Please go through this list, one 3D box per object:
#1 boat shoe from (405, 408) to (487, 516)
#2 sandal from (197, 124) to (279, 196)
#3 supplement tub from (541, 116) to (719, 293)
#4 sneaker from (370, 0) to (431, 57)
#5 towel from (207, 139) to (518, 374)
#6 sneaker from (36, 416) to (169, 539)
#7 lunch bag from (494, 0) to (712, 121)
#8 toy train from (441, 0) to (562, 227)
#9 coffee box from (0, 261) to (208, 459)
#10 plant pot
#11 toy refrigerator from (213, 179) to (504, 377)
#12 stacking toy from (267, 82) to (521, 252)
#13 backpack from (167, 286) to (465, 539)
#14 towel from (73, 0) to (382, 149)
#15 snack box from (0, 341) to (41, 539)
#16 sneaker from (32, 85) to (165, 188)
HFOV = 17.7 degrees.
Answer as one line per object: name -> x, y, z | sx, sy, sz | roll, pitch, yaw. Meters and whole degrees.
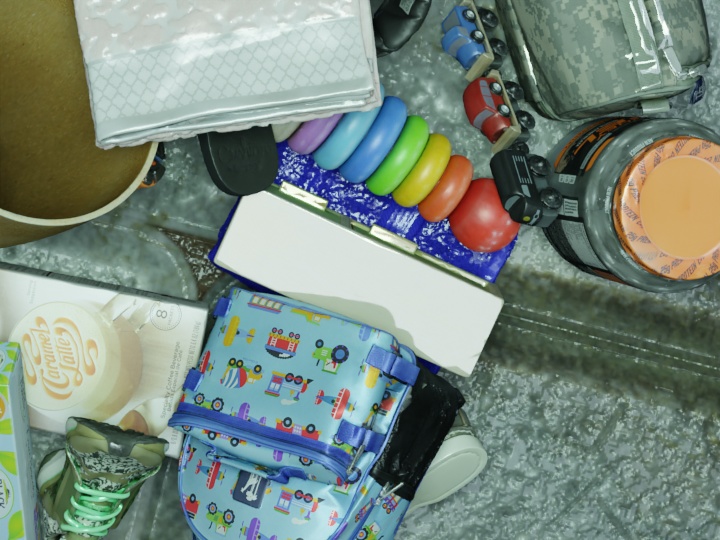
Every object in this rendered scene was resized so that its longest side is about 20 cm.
boat shoe -> -0.003, 0.163, 1.712 | 0.201, 0.072, 0.060 | -31, 57, 10
sandal -> -0.095, -0.151, 1.587 | 0.075, 0.045, 0.201 | -18, 90, -34
supplement tub -> 0.204, -0.048, 1.643 | 0.122, 0.200, 0.123 | -1, 94, -10
sneaker -> 0.026, -0.202, 1.635 | 0.200, 0.111, 0.077 | -15, 129, -41
towel -> 0.005, -0.023, 1.710 | 0.200, 0.050, 0.148 | 28, 90, -5
sneaker -> -0.185, 0.163, 1.626 | 0.077, 0.200, 0.089 | 12, 67, -12
lunch bag -> 0.172, -0.207, 1.654 | 0.139, 0.168, 0.201 | -17, 94, -3
toy train -> 0.097, -0.117, 1.674 | 0.046, 0.034, 0.200 | 3, 55, -30
coffee box -> -0.218, 0.061, 1.682 | 0.199, 0.080, 0.115 | 11, 92, -4
plant pot -> -0.265, -0.090, 1.605 | 0.186, 0.200, 0.187 | 11, 68, -29
toy refrigerator -> 0.000, 0.000, 1.655 | 0.200, 0.076, 0.070 | 24, 97, -3
stacking toy -> 0.031, -0.080, 1.652 | 0.200, 0.085, 0.085 | 33, 90, -9
backpack -> -0.050, 0.132, 1.627 | 0.182, 0.135, 0.200 | 20, 79, 28
towel -> -0.095, -0.185, 1.544 | 0.199, 0.032, 0.192 | -9, 75, 0
snack box -> -0.305, 0.140, 1.639 | 0.142, 0.053, 0.200 | 1, 127, 2
sneaker -> -0.210, -0.148, 1.679 | 0.078, 0.075, 0.201 | -18, 85, 18
